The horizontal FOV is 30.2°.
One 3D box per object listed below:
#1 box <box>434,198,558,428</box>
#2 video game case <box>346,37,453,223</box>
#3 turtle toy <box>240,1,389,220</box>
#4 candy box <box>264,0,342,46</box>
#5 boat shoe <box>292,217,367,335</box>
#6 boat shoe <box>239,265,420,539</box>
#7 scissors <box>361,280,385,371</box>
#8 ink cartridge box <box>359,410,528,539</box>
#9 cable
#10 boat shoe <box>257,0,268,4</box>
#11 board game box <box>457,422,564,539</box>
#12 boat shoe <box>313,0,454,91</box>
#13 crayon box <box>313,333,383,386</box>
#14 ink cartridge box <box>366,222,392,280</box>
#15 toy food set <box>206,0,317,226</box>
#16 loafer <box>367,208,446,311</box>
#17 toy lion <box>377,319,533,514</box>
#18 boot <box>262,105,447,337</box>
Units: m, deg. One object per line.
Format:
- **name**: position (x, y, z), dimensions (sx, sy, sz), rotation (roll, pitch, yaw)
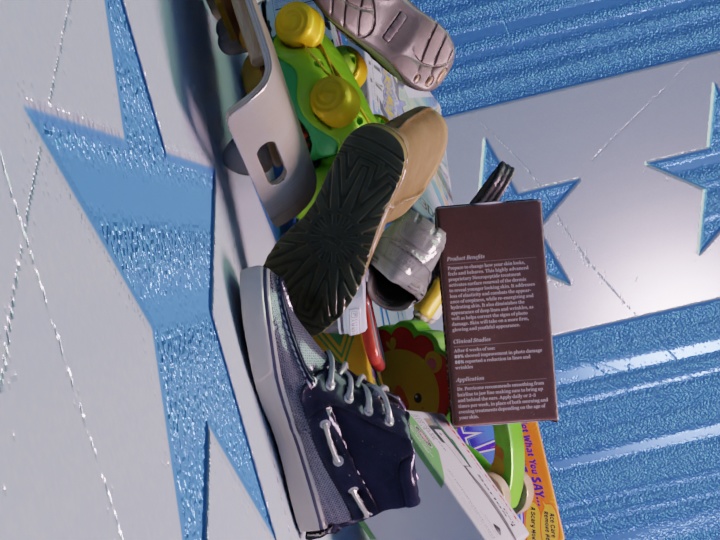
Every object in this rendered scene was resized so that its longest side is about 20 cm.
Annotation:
- **box**: position (0.123, 0.040, 1.232), dimensions (0.075, 0.099, 0.203), rotation (61, 25, -86)
- **video game case**: position (0.042, -0.134, 1.310), dimensions (0.182, 0.022, 0.202), rotation (44, 32, -48)
- **turtle toy**: position (-0.035, -0.123, 1.135), dimensions (0.202, 0.100, 0.146), rotation (66, 14, 20)
- **candy box**: position (-0.057, -0.252, 1.506), dimensions (0.168, 0.071, 0.202), rotation (71, 7, -59)
- **boat shoe**: position (-0.031, -0.030, 1.188), dimensions (0.073, 0.070, 0.202), rotation (92, -3, -45)
- **boat shoe**: position (-0.017, 0.082, 0.899), dimensions (0.075, 0.091, 0.202), rotation (-94, 171, -64)
- **scissors**: position (0.000, 0.000, 1.234), dimensions (0.073, 0.014, 0.203), rotation (63, 16, -63)
- **ink cartridge box**: position (0.062, 0.202, 1.163), dimensions (0.147, 0.084, 0.200), rotation (54, 9, 14)
- **cable**: position (0.106, -0.024, 1.379), dimensions (0.050, 0.201, 0.097), rotation (38, 16, 1)
- **boat shoe**: position (-0.088, -0.264, 1.130), dimensions (0.200, 0.068, 0.072), rotation (-92, 169, -67)
- **board game box**: position (0.126, 0.252, 1.623), dimensions (0.200, 0.197, 0.203), rotation (61, 17, -75)
- **boat shoe**: position (-0.002, -0.230, 1.156), dimensions (0.200, 0.075, 0.073), rotation (46, -11, -30)
- **crayon box**: position (-0.011, 0.086, 1.261), dimensions (0.126, 0.051, 0.202), rotation (69, 10, -63)
- **ink cartridge box**: position (0.005, -0.068, 1.437), dimensions (0.201, 0.123, 0.130), rotation (69, 9, -63)
- **toy food set**: position (-0.090, -0.148, 0.930), dimensions (0.144, 0.060, 0.202), rotation (69, 1, -61)
- **loafer**: position (0.031, 0.002, 1.202), dimensions (0.070, 0.070, 0.200), rotation (34, -13, 7)
- **toy lion**: position (0.070, 0.146, 1.326), dimensions (0.068, 0.198, 0.195), rotation (-1, 88, -53)
- **boot**: position (0.003, -0.039, 1.003), dimensions (0.066, 0.176, 0.200), rotation (35, 13, 4)
